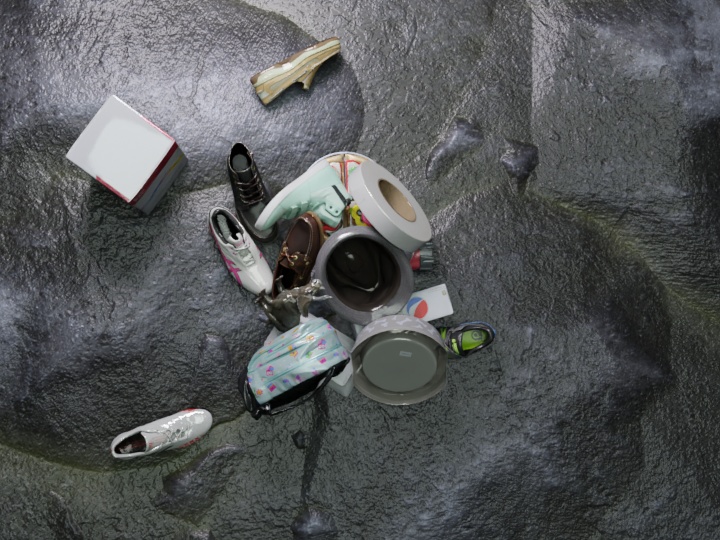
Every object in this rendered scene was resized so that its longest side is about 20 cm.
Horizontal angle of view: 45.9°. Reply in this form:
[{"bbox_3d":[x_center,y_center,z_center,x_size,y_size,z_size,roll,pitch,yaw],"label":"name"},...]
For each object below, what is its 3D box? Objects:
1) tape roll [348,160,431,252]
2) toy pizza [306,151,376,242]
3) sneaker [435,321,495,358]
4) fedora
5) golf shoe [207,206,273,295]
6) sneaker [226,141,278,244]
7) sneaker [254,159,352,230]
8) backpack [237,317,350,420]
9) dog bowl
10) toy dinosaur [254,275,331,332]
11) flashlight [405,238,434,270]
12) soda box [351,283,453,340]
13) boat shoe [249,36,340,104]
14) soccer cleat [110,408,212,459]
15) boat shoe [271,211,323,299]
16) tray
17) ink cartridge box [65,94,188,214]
[{"bbox_3d":[0.058,-0.124,1.636,0.037,0.203,0.203,-39,90,23],"label":"tape roll"},{"bbox_3d":[-0.029,-0.143,1.723,0.199,0.032,0.202,0,85,-5],"label":"toy pizza"},{"bbox_3d":[0.173,0.143,1.693,0.198,0.083,0.071,-14,88,-3],"label":"sneaker"},{"bbox_3d":[0.000,0.000,1.631,0.200,0.090,0.177,42,96,-20],"label":"fedora"},{"bbox_3d":[-0.238,-0.035,1.664,0.072,0.092,0.201,-35,91,-8],"label":"golf shoe"},{"bbox_3d":[-0.218,-0.149,1.667,0.074,0.106,0.201,-22,88,-7],"label":"sneaker"},{"bbox_3d":[-0.103,-0.115,1.647,0.200,0.074,0.118,-41,91,-21],"label":"sneaker"},{"bbox_3d":[-0.122,0.178,1.595,0.199,0.167,0.127,-31,92,18],"label":"backpack"},{"bbox_3d":[0.075,0.168,1.630,0.199,0.059,0.201,1,129,1],"label":"dog bowl"},{"bbox_3d":[-0.147,0.079,1.612,0.102,0.200,0.077,46,43,8],"label":"toy dinosaur"},{"bbox_3d":[0.047,-0.031,1.706,0.198,0.068,0.068,-1,59,-5],"label":"flashlight"},{"bbox_3d":[0.080,0.085,1.696,0.199,0.068,0.064,-17,87,-7],"label":"soda box"},{"bbox_3d":[-0.121,-0.401,1.724,0.199,0.072,0.076,-28,103,0],"label":"boat shoe"},{"bbox_3d":[-0.380,0.316,1.624,0.199,0.085,0.069,-16,87,-6],"label":"soccer cleat"},{"bbox_3d":[-0.124,-0.019,1.627,0.070,0.201,0.070,35,40,26],"label":"boat shoe"},{"bbox_3d":[-0.084,0.159,1.687,0.199,0.022,0.108,31,98,-2],"label":"tray"},{"bbox_3d":[-0.433,-0.211,1.606,0.145,0.200,0.145,35,86,-1],"label":"ink cartridge box"}]
